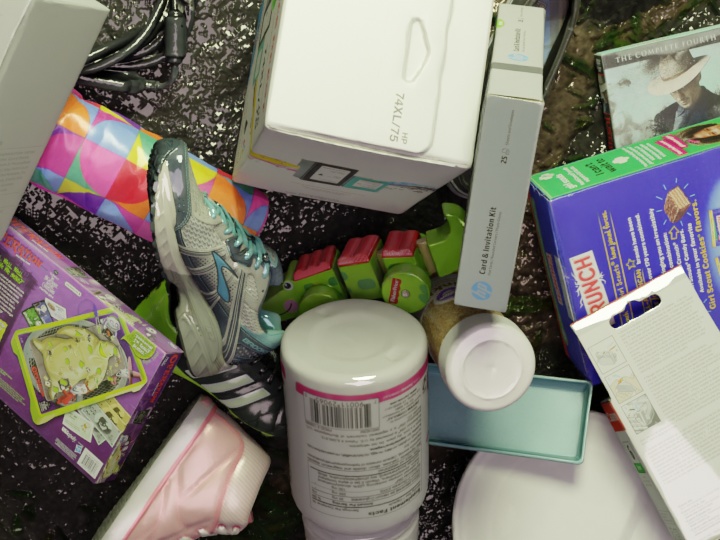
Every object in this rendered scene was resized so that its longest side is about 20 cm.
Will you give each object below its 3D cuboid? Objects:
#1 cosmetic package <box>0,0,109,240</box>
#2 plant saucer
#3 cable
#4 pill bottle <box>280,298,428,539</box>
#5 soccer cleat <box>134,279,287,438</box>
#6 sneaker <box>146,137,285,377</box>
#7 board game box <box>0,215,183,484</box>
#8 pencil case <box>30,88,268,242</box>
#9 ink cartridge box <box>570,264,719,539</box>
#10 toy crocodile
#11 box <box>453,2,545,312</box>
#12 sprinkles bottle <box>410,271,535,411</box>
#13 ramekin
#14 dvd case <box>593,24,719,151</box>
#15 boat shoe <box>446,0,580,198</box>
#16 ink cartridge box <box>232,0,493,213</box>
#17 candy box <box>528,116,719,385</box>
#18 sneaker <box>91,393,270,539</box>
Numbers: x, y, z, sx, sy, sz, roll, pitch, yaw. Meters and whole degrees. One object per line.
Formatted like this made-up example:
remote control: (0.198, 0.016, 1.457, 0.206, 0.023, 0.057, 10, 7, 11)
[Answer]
cosmetic package: (-0.320, -0.148, 0.910, 0.199, 0.123, 0.201, 32, 105, 9)
plant saucer: (0.092, 0.117, 1.080, 0.199, 0.019, 0.070, 6, 72, 16)
cable: (-0.222, -0.225, 0.984, 0.199, 0.051, 0.164, 10, 102, -10)
pill bottle: (-0.002, 0.134, 1.016, 0.113, 0.114, 0.201, -6, 122, -7)
soccer cleat: (-0.094, 0.076, 1.061, 0.199, 0.068, 0.081, 30, 128, -13)
sneaker: (-0.105, -0.015, 0.958, 0.086, 0.078, 0.201, -12, 127, -2)
board game box: (-0.239, 0.057, 0.998, 0.200, 0.032, 0.120, 36, 108, 22)
pencil case: (-0.166, -0.062, 1.016, 0.199, 0.088, 0.089, 30, 97, -13)
ink cartridge box: (0.258, 0.110, 1.036, 0.108, 0.050, 0.201, -28, 81, -2)
toy crocodile: (0.000, 0.000, 1.041, 0.199, 0.068, 0.062, -14, 118, 21)
box: (0.102, -0.088, 0.929, 0.041, 0.200, 0.157, 9, 120, 5)
sprinkles bottle: (0.079, 0.046, 1.018, 0.068, 0.200, 0.069, -2, 104, -8)
ramekin: (0.178, 0.223, 1.098, 0.201, 0.094, 0.204, -1, 76, 5)
dvd case: (0.285, -0.103, 1.107, 0.145, 0.022, 0.201, -13, 104, -6)
boat shoe: (0.125, -0.149, 1.048, 0.070, 0.066, 0.201, 25, 98, -14)
ink cartridge box: (-0.003, -0.138, 0.943, 0.145, 0.200, 0.148, 10, 81, -11)
candy box: (0.254, -0.020, 1.072, 0.199, 0.077, 0.170, -17, 109, -5)
sneaker: (-0.153, 0.212, 1.086, 0.104, 0.075, 0.201, 37, 91, -10)
